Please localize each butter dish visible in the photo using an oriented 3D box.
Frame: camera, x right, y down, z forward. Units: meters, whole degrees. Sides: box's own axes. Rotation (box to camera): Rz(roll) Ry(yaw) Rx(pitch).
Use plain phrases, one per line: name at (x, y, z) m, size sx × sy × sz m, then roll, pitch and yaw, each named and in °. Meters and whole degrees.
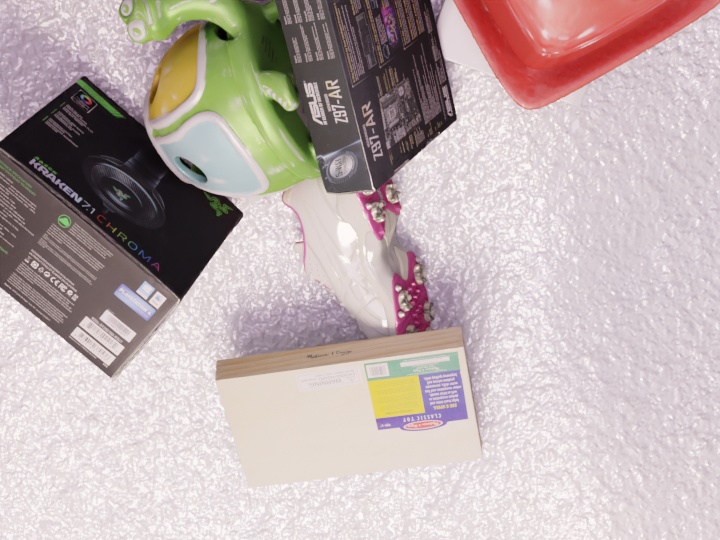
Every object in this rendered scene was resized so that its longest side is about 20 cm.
butter dish at (0.162, -0.243, 1.252) m, size 0.200 × 0.148 × 0.200 m, roll -29°, pitch 97°, yaw 5°

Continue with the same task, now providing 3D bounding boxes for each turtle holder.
turtle holder at (-0.100, -0.131, 1.282) m, size 0.132 × 0.185 × 0.141 m, roll -20°, pitch 68°, yaw 19°

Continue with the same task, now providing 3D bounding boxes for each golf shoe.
golf shoe at (0.000, 0.000, 1.366) m, size 0.091 × 0.075 × 0.200 m, roll -11°, pitch 103°, yaw 26°

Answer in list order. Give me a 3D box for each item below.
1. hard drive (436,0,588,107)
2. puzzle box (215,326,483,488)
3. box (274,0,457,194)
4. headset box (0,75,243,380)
hard drive at (0.147, -0.246, 1.339) m, size 0.132 × 0.027 × 0.200 m, roll 19°, pitch 98°, yaw -3°
puzzle box at (-0.006, 0.113, 1.359) m, size 0.200 × 0.025 × 0.133 m, roll -8°, pitch 131°, yaw 5°
box at (0.004, -0.178, 1.266) m, size 0.043 × 0.160 × 0.200 m, roll -3°, pitch 114°, yaw 30°
headset box at (-0.199, -0.040, 1.290) m, size 0.174 × 0.200 × 0.093 m, roll 41°, pitch 113°, yaw -5°
